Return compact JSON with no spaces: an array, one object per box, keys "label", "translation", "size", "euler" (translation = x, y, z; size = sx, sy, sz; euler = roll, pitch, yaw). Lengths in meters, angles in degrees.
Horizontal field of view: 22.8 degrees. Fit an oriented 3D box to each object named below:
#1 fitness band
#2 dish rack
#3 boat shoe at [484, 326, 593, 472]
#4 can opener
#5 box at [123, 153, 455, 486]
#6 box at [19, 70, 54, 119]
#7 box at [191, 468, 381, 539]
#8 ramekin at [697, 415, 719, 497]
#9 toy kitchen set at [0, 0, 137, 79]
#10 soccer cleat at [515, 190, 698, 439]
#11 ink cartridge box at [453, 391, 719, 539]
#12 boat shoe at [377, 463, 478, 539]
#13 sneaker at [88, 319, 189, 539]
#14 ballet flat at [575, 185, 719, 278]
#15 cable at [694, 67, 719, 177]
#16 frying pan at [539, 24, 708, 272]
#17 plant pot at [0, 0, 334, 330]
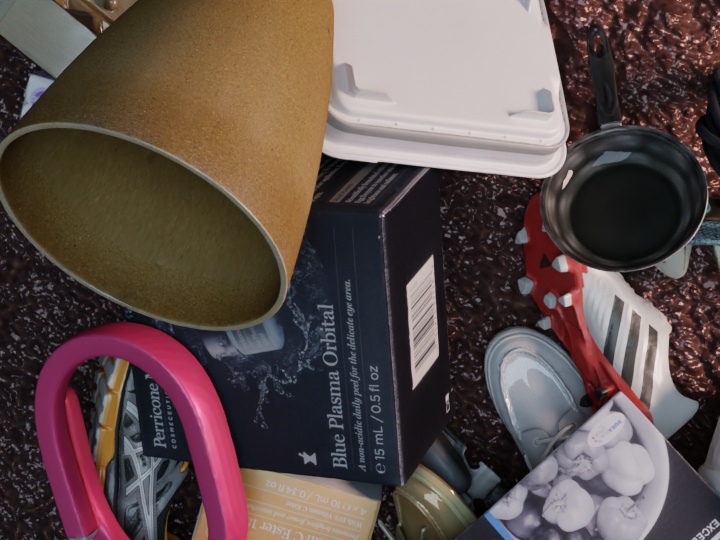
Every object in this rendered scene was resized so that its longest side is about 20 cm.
[{"label":"fitness band","translation":[-0.150,0.131,1.215],"size":[0.143,0.037,0.201],"euler":[-4,109,31]},{"label":"dish rack","translation":[0.049,-0.150,1.200],"size":[0.199,0.044,0.173],"euler":[5,58,-22]},{"label":"boat shoe","translation":[0.150,0.136,1.298],"size":[0.072,0.069,0.201],"euler":[-22,97,5]},{"label":"can opener","translation":[0.094,0.182,1.293],"size":[0.200,0.066,0.053],"euler":[43,102,10]},{"label":"box","translation":[-0.049,0.027,1.218],"size":[0.199,0.117,0.198],"euler":[4,113,21]},{"label":"box","translation":[-0.143,-0.098,1.288],"size":[0.199,0.041,0.039],"euler":[16,99,0]},{"label":"box","translation":[-0.068,0.231,1.305],"size":[0.124,0.097,0.201],"euler":[15,99,0]},{"label":"ramekin","translation":[0.338,0.124,1.233],"size":[0.201,0.202,0.095],"euler":[10,87,0]},{"label":"toy kitchen set","translation":[-0.107,-0.193,1.196],"size":[0.163,0.180,0.200],"euler":[38,98,0]},{"label":"soccer cleat","translation":[0.178,0.032,1.289],"size":[0.085,0.069,0.201],"euler":[-19,81,-31]},{"label":"ink cartridge box","translation":[0.167,0.219,1.187],"size":[0.198,0.043,0.200],"euler":[-41,74,-6]},{"label":"boat shoe","translation":[0.062,0.223,1.278],"size":[0.063,0.073,0.201],"euler":[-36,122,-20]},{"label":"sneaker","translation":[-0.161,0.128,1.311],"size":[0.077,0.078,0.201],"euler":[5,103,-11]},{"label":"ballet flat","translation":[0.248,-0.024,1.274],"size":[0.199,0.074,0.075],"euler":[4,99,3]},{"label":"cable","translation":[0.323,-0.076,1.236],"size":[0.163,0.051,0.200],"euler":[-35,74,-22]},{"label":"frying pan","translation":[0.164,-0.075,1.244],"size":[0.115,0.031,0.191],"euler":[-29,58,-2]},{"label":"plant pot","translation":[-0.094,-0.098,1.083],"size":[0.186,0.187,0.201],"euler":[25,58,-2]}]
